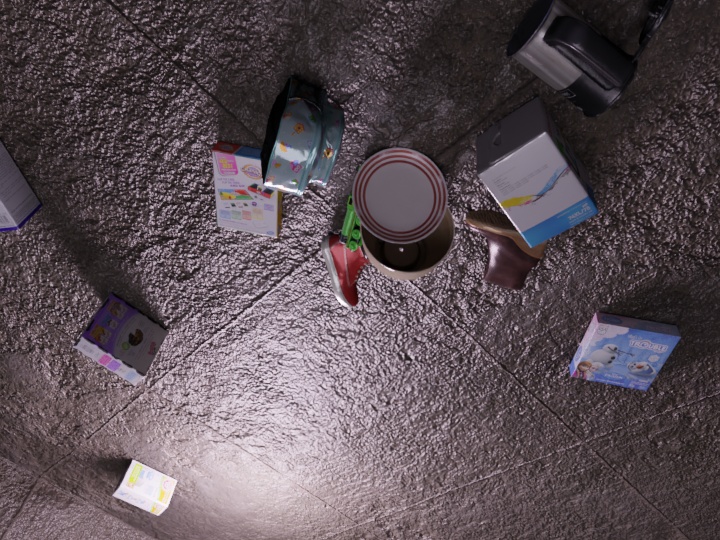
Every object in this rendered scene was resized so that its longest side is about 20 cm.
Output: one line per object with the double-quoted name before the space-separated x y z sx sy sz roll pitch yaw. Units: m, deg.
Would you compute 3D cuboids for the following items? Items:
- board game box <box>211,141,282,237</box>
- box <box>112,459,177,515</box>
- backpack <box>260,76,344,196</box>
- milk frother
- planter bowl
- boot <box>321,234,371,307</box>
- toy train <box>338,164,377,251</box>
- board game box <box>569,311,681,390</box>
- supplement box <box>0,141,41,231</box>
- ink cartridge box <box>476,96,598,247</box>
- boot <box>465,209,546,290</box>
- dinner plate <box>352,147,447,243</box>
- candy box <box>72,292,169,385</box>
"board game box" -0.251 -0.178 1.271 0.149 0.041 0.203 11 130 2
"box" -0.830 0.840 2.183 0.198 0.114 0.101 33 127 -17
"backpack" -0.115 -0.242 1.084 0.150 0.202 0.177 22 130 -8
"milk frother" 0.379 -0.394 0.921 0.186 0.180 0.203 29 86 -14
"planter bowl" 0.093 -0.066 1.214 0.195 0.205 0.135 11 159 2
"boot" 0.000 0.000 1.350 0.141 0.073 0.203 -7 124 15
"toy train" -0.004 -0.135 1.231 0.055 0.042 0.203 25 119 14
"board game box" 0.649 0.204 1.402 0.195 0.044 0.202 9 129 4
"supplement box" -0.871 -0.205 1.334 0.099 0.104 0.203 -2 130 14
"ink cartridge box" 0.331 -0.185 1.076 0.145 0.148 0.200 -29 119 31
"boot" 0.302 -0.038 1.252 0.195 0.073 0.169 14 129 -6
"dinner plate" 0.080 -0.152 1.151 0.195 0.205 0.024 12 168 1
"candy box" -0.661 0.191 1.575 0.199 0.170 0.071 40 127 -21
